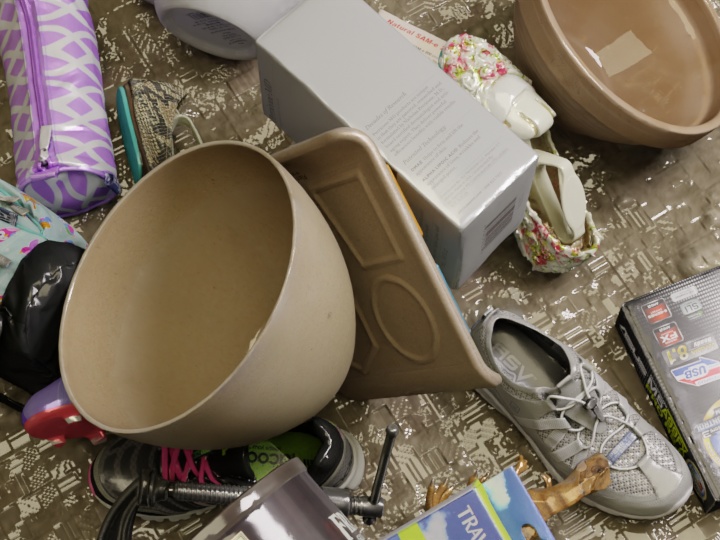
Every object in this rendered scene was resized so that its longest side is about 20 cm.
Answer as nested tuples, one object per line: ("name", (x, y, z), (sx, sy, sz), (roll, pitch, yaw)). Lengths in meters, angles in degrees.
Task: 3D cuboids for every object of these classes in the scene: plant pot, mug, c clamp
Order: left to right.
("mug", (-0.112, -0.269, 1.184), (0.199, 0.148, 0.176), (7, 73, 38))
("plant pot", (-0.080, 0.034, 0.959), (0.200, 0.134, 0.201), (-20, 54, 31))
("c clamp", (-0.081, 0.171, 0.991), (0.199, 0.172, 0.027), (1, 29, -7))
("plant pot", (0.186, -0.169, 1.125), (0.200, 0.093, 0.202), (18, 54, -27))

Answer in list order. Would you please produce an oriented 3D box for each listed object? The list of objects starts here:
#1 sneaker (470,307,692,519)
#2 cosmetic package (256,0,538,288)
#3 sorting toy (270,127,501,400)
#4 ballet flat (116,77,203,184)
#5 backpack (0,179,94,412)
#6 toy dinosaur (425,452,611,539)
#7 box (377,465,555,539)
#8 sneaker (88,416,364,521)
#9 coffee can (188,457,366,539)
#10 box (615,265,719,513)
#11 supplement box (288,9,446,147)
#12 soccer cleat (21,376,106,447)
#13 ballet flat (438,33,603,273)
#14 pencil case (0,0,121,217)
("sneaker", (0.149, 0.103, 1.040), (0.200, 0.082, 0.075), (37, 73, 15))
("cosmetic package", (0.023, -0.096, 1.024), (0.200, 0.113, 0.081), (41, 74, 16))
("sorting toy", (0.000, 0.000, 1.004), (0.036, 0.185, 0.200), (-37, 102, -30))
("ballet flat", (-0.149, -0.062, 1.134), (0.075, 0.068, 0.201), (0, 65, -15))
("backpack", (-0.268, 0.006, 1.069), (0.200, 0.167, 0.127), (28, 63, 27))
("toy dinosaur", (0.089, 0.193, 1.009), (0.200, 0.060, 0.106), (-53, 47, 5))
("box", (0.043, 0.231, 0.971), (0.200, 0.048, 0.122), (-32, 83, 7))
("sneaker", (-0.098, 0.132, 1.035), (0.199, 0.088, 0.074), (-2, 68, 1))
("coffee can", (-0.028, 0.237, 0.885), (0.146, 0.146, 0.200), (-40, 81, -13))
("box", (0.310, 0.066, 1.070), (0.199, 0.044, 0.161), (-20, 68, -6))
("supplement box", (0.020, -0.084, 1.127), (0.126, 0.074, 0.200), (29, 72, 12))
("soccer cleat", (-0.158, 0.067, 1.044), (0.199, 0.067, 0.077), (-16, 70, -36))
("ballet flat", (0.126, -0.088, 1.079), (0.076, 0.064, 0.201), (-40, 111, -29))
("pencil case", (-0.245, -0.139, 1.153), (0.084, 0.085, 0.201), (-21, 65, 15))
